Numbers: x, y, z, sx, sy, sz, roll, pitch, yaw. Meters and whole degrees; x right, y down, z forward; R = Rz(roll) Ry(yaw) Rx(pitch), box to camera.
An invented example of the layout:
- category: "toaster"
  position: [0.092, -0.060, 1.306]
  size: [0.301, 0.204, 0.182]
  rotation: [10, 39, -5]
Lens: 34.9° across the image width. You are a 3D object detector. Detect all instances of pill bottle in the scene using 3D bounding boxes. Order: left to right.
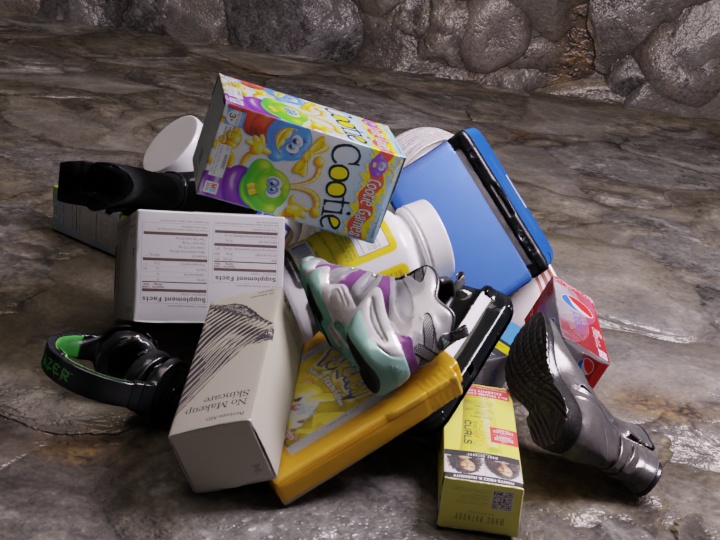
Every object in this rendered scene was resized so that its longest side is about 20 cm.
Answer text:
- category: "pill bottle"
  position: [-0.174, -0.094, 1.433]
  size: [0.200, 0.120, 0.119]
  rotation: [47, -6, -36]
- category: "pill bottle"
  position: [0.000, 0.000, 1.296]
  size: [0.197, 0.116, 0.114]
  rotation: [-22, 27, -12]

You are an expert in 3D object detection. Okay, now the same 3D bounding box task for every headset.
- category: "headset"
  position: [-0.204, 0.086, 1.096]
  size: [0.198, 0.095, 0.123]
  rotation: [13, 11, -43]

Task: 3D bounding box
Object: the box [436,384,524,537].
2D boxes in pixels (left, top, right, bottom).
- category: "box"
  position: [0.108, 0.168, 1.057]
  size: [0.074, 0.051, 0.200]
  rotation: [8, 18, 2]

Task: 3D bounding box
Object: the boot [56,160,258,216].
- category: "boot"
  position: [-0.209, -0.090, 1.239]
  size: [0.162, 0.067, 0.200]
  rotation: [-9, -8, 18]

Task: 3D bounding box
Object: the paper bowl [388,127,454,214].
- category: "paper bowl"
  position: [0.100, -0.081, 1.530]
  size: [0.198, 0.204, 0.104]
  rotation: [-7, 24, -36]

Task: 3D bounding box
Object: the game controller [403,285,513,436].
- category: "game controller"
  position: [0.071, 0.081, 1.116]
  size: [0.103, 0.043, 0.200]
  rotation: [2, 38, 36]

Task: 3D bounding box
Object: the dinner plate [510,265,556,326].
- category: "dinner plate"
  position: [0.167, 0.014, 1.448]
  size: [0.197, 0.024, 0.202]
  rotation: [14, 48, -16]

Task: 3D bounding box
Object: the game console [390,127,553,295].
- category: "game console"
  position: [0.140, -0.062, 1.433]
  size: [0.117, 0.202, 0.171]
  rotation: [-32, 0, 17]

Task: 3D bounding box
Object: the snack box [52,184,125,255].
- category: "snack box"
  position: [-0.292, -0.074, 1.555]
  size: [0.198, 0.069, 0.168]
  rotation: [18, 22, 32]

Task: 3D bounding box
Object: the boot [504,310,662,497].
- category: "boot"
  position: [0.218, 0.134, 1.127]
  size: [0.130, 0.070, 0.201]
  rotation: [28, 30, -20]

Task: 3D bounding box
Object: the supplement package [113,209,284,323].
- category: "supplement package"
  position: [-0.179, 0.001, 1.228]
  size: [0.153, 0.113, 0.200]
  rotation: [2, -3, -18]

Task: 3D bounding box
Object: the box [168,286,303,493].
- category: "box"
  position: [-0.107, 0.102, 1.031]
  size: [0.081, 0.069, 0.201]
  rotation: [-13, 30, 12]

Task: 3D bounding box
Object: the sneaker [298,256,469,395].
- category: "sneaker"
  position: [0.032, 0.027, 1.071]
  size: [0.138, 0.079, 0.200]
  rotation: [-26, 40, -13]

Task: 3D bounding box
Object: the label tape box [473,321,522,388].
- category: "label tape box"
  position: [0.081, 0.093, 1.238]
  size: [0.198, 0.064, 0.144]
  rotation: [-7, 26, -36]

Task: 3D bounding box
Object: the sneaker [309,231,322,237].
- category: "sneaker"
  position: [-0.022, 0.020, 1.421]
  size: [0.083, 0.078, 0.199]
  rotation: [-29, 36, -26]

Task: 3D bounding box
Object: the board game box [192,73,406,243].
- category: "board game box"
  position: [-0.067, -0.119, 1.210]
  size: [0.197, 0.104, 0.105]
  rotation: [15, 22, -18]

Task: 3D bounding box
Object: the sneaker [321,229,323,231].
- category: "sneaker"
  position: [-0.035, -0.128, 1.481]
  size: [0.080, 0.131, 0.200]
  rotation: [45, -2, -42]

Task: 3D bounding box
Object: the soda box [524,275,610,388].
- category: "soda box"
  position: [0.233, 0.080, 1.311]
  size: [0.063, 0.071, 0.200]
  rotation: [29, 20, -4]

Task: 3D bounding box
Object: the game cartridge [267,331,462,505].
- category: "game cartridge"
  position: [-0.022, 0.111, 1.059]
  size: [0.198, 0.033, 0.176]
  rotation: [-31, 31, -13]
